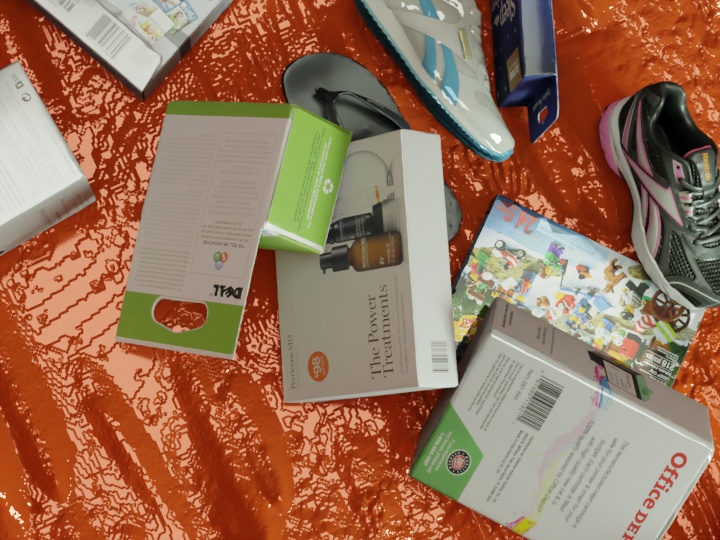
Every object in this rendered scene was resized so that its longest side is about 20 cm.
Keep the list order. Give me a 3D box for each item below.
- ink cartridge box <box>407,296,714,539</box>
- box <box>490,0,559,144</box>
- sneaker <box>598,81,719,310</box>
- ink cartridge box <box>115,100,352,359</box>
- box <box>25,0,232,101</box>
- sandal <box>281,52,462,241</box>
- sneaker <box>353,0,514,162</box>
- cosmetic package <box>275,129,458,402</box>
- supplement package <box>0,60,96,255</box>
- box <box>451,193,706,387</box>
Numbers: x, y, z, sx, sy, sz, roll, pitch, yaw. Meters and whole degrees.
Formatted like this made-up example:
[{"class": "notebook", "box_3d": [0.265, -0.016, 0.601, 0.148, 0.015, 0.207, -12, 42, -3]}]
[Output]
[{"class": "ink cartridge box", "box_3d": [0.160, 0.137, 1.443, 0.199, 0.084, 0.145, 28, 111, -1]}, {"class": "box", "box_3d": [0.133, -0.212, 1.491, 0.032, 0.121, 0.201, -3, 83, -6]}, {"class": "sneaker", "box_3d": [0.263, -0.063, 1.482, 0.080, 0.086, 0.201, -21, 78, -29]}, {"class": "ink cartridge box", "box_3d": [-0.103, -0.028, 1.432, 0.076, 0.147, 0.201, 21, 79, -47]}, {"class": "box", "box_3d": [-0.175, -0.268, 1.512, 0.156, 0.041, 0.200, 40, 82, 0]}, {"class": "sandal", "box_3d": [0.015, -0.106, 1.507, 0.076, 0.043, 0.200, -42, 88, -9]}, {"class": "sneaker", "box_3d": [0.073, -0.181, 1.504, 0.081, 0.077, 0.200, -34, 87, -3]}, {"class": "cosmetic package", "box_3d": [0.000, 0.000, 1.443, 0.051, 0.150, 0.201, 3, 80, -44]}, {"class": "supplement package", "box_3d": [-0.326, -0.060, 1.436, 0.199, 0.114, 0.110, -31, 86, -7]}, {"class": "box", "box_3d": [0.172, 0.042, 1.505, 0.199, 0.038, 0.137, 25, 81, -2]}]
